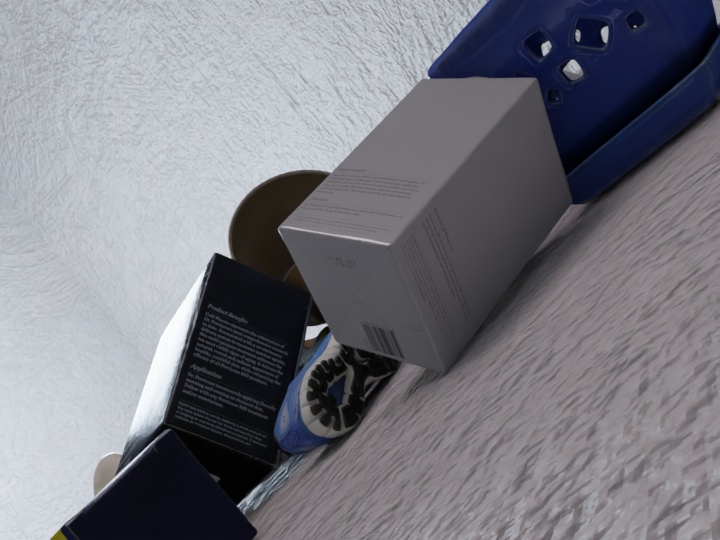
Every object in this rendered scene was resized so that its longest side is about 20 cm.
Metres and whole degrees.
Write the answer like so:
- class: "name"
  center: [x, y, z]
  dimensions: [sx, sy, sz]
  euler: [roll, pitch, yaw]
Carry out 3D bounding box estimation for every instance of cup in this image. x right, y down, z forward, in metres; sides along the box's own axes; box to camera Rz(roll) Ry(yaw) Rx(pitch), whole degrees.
- class: "cup"
  center: [-0.068, -0.007, 1.174]
  dimensions: [0.200, 0.199, 0.145]
  euler: [-42, -26, -24]

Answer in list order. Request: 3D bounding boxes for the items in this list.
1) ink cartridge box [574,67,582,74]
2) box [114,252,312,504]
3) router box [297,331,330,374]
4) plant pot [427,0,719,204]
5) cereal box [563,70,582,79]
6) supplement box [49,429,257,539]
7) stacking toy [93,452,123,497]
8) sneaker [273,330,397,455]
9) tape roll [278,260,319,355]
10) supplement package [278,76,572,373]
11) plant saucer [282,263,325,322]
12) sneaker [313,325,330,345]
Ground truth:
- class: "ink cartridge box"
  center: [0.278, -0.200, 1.305]
  dimensions: [0.200, 0.084, 0.146]
  euler: [-43, 1, 29]
- class: "box"
  center: [-0.154, 0.130, 0.925]
  dimensions: [0.200, 0.122, 0.200]
  euler: [-47, 24, 47]
- class: "router box"
  center: [-0.044, 0.123, 1.006]
  dimensions: [0.150, 0.062, 0.200]
  euler: [-44, 1, -35]
- class: "plant pot"
  center: [0.204, -0.187, 0.760]
  dimensions: [0.199, 0.181, 0.200]
  euler: [-40, 1, 39]
- class: "cereal box"
  center: [0.207, -0.186, 1.058]
  dimensions: [0.144, 0.195, 0.040]
  euler: [139, 137, -59]
- class: "supplement box"
  center: [-0.188, 0.231, 0.724]
  dimensions: [0.109, 0.110, 0.200]
  euler: [-42, 0, -40]
- class: "stacking toy"
  center: [-0.238, 0.279, 1.174]
  dimensions: [0.198, 0.148, 0.146]
  euler: [-21, -14, -44]
- class: "sneaker"
  center: [-0.030, 0.103, 0.833]
  dimensions: [0.089, 0.079, 0.200]
  euler: [-39, 3, 29]
- class: "tape roll"
  center: [-0.068, 0.060, 1.323]
  dimensions: [0.202, 0.205, 0.037]
  euler: [-42, 37, -15]
- class: "supplement package"
  center: [0.057, -0.043, 0.687]
  dimensions: [0.120, 0.121, 0.200]
  euler: [11, 48, 44]
- class: "plant saucer"
  center: [0.000, 0.000, 0.996]
  dimensions: [0.198, 0.036, 0.201]
  euler: [-31, -21, -13]
- class: "sneaker"
  center: [-0.027, 0.111, 1.230]
  dimensions: [0.084, 0.070, 0.200]
  euler: [-62, -3, 16]
